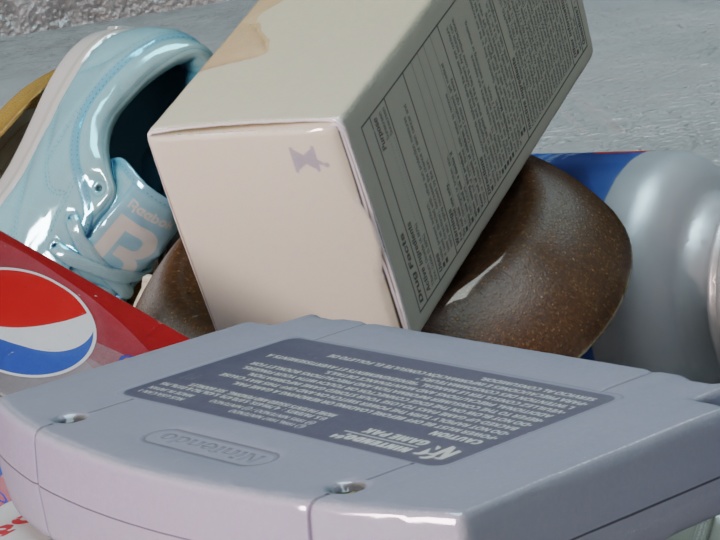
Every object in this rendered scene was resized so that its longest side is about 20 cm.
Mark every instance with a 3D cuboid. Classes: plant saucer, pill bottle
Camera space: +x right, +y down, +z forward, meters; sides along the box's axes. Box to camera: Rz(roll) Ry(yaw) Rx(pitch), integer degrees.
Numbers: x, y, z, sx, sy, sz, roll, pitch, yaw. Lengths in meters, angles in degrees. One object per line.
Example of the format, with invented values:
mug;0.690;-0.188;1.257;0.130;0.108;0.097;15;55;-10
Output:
plant saucer;0.000;0.000;0.920;0.199;0.037;0.201;-13;31;8
pill bottle;0.095;0.007;1.006;0.199;0.113;0.112;0;15;33

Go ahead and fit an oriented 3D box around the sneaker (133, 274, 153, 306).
sneaker;-0.022;0.013;1.065;0.075;0.091;0.200;26;34;29

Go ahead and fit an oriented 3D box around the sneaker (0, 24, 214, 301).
sneaker;-0.114;-0.013;1.020;0.074;0.201;0.082;24;-14;-32

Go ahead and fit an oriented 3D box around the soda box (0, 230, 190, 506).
soda box;-0.085;0.054;0.782;0.199;0.064;0.070;30;38;9

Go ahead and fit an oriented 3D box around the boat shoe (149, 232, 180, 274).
boat shoe;-0.056;0.001;1.152;0.059;0.072;0.200;1;-7;10

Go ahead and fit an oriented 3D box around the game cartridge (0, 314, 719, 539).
game cartridge;-0.005;0.051;0.666;0.133;0.042;0.199;-21;19;-37

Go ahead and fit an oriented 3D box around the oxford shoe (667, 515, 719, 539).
oxford shoe;0.096;0.074;0.836;0.199;0.058;0.075;-1;13;25

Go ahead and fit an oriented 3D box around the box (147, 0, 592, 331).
box;0.010;-0.065;0.894;0.077;0.095;0.200;0;32;28

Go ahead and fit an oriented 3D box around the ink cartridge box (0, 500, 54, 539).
ink cartridge box;-0.053;0.123;0.647;0.199;0.085;0.144;0;14;35

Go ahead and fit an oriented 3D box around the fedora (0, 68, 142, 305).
fedora;-0.147;0.003;1.127;0.082;0.201;0.201;31;21;7
